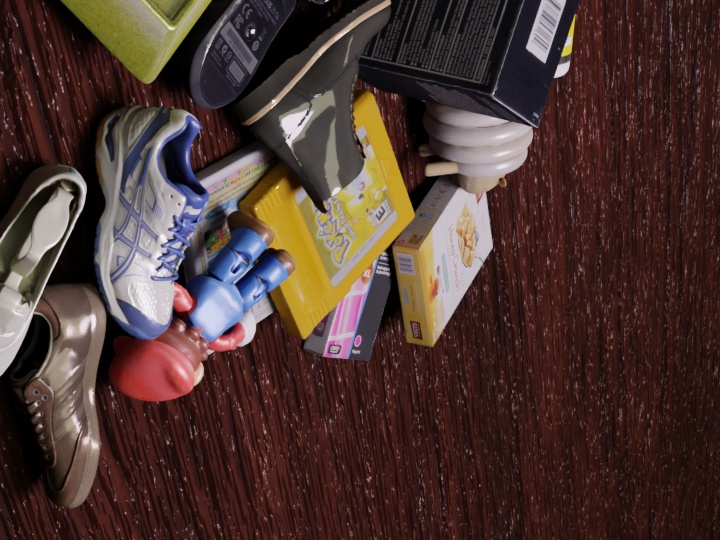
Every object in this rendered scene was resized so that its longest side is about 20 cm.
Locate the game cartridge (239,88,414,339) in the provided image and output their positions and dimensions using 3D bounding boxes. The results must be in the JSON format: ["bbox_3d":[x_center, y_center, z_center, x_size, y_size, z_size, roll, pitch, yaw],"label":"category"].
[{"bbox_3d":[-0.031,-0.057,1.383,0.200,0.032,0.176,-50,137,-29],"label":"game cartridge"}]

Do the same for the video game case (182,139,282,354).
[{"bbox_3d":[-0.100,-0.039,1.350,0.200,0.024,0.182,-34,131,-41],"label":"video game case"}]

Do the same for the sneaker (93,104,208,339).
[{"bbox_3d":[-0.172,-0.040,1.145,0.075,0.088,0.200,-16,104,-64],"label":"sneaker"}]

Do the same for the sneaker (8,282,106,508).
[{"bbox_3d":[-0.268,0.108,1.158,0.075,0.070,0.200,-2,102,-37],"label":"sneaker"}]

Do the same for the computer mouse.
[{"bbox_3d":[-0.106,-0.233,1.218,0.200,0.053,0.139,-56,152,-16],"label":"computer mouse"}]

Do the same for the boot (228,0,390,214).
[{"bbox_3d":[-0.017,-0.165,1.315,0.200,0.077,0.138,-43,107,-19],"label":"boot"}]

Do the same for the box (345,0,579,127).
[{"bbox_3d":[0.105,-0.272,1.373,0.123,0.198,0.200,20,89,-59],"label":"box"}]

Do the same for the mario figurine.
[{"bbox_3d":[-0.160,0.035,1.254,0.200,0.123,0.106,-46,179,-20],"label":"mario figurine"}]

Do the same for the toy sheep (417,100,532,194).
[{"bbox_3d":[0.129,-0.176,1.511,0.138,0.138,0.200,-38,136,-40],"label":"toy sheep"}]

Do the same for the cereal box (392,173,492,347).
[{"bbox_3d":[0.100,-0.028,1.592,0.200,0.039,0.144,-55,145,-43],"label":"cereal box"}]

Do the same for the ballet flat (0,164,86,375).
[{"bbox_3d":[-0.275,0.003,1.075,0.069,0.069,0.200,43,69,-54],"label":"ballet flat"}]

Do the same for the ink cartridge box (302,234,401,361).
[{"bbox_3d":[0.000,0.000,1.503,0.095,0.037,0.200,11,94,-56],"label":"ink cartridge box"}]

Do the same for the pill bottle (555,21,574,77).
[{"bbox_3d":[0.193,-0.327,1.551,0.112,0.112,0.200,-23,124,-49],"label":"pill bottle"}]

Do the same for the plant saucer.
[{"bbox_3d":[-0.167,-0.285,1.067,0.200,0.048,0.200,46,66,-35],"label":"plant saucer"}]
